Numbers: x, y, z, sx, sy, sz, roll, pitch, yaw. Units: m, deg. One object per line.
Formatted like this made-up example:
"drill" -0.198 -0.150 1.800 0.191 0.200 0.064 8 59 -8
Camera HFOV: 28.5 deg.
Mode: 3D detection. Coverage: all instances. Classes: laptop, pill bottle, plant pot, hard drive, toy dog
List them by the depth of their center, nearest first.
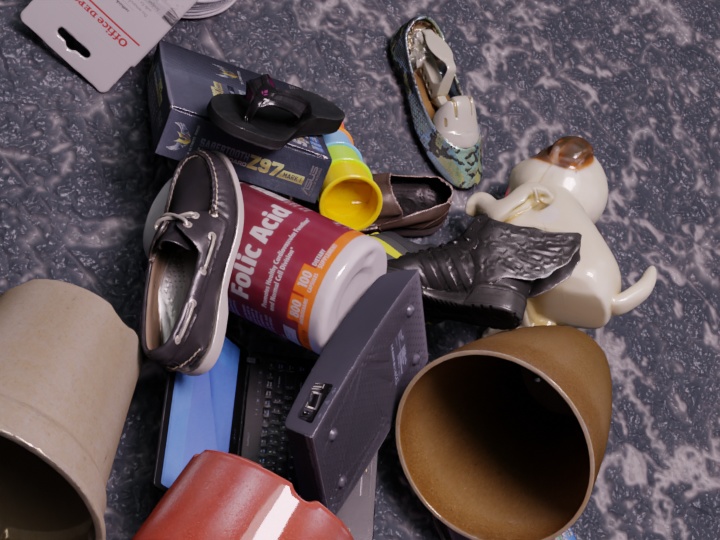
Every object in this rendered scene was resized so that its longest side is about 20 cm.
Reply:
"plant pot" -0.112 0.257 1.077 0.200 0.201 0.196 34 67 -7
"plant pot" -0.264 0.115 1.121 0.200 0.201 0.184 30 43 -10
"hard drive" -0.001 0.103 1.229 0.042 0.135 0.200 16 50 23
"laptop" -0.074 0.135 1.241 0.199 0.103 0.178 8 61 -6
"pill bottle" -0.087 -0.012 1.268 0.199 0.114 0.114 24 51 21
"plant pot" 0.157 0.129 1.313 0.187 0.186 0.200 50 32 5
"toy dog" 0.196 -0.042 1.426 0.140 0.193 0.201 57 32 -45

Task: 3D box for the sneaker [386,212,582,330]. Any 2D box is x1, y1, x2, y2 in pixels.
"sneaker" 0.098 -0.007 1.313 0.199 0.060 0.105 12 63 15

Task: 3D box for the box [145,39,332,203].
"box" -0.120 -0.144 1.337 0.157 0.051 0.200 16 22 -18

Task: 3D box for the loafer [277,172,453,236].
"loafer" 0.008 -0.073 1.415 0.199 0.071 0.073 -8 68 -30

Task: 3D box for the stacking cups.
"stacking cups" -0.029 -0.105 1.375 0.060 0.061 0.200 14 23 -20

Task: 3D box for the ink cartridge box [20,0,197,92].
"ink cartridge box" -0.217 -0.281 1.355 0.116 0.200 0.068 43 22 -16

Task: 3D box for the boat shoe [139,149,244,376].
"boat shoe" -0.148 -0.014 1.190 0.060 0.074 0.201 26 65 -51

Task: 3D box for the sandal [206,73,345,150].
"sandal" -0.073 -0.150 1.263 0.075 0.048 0.200 32 22 14

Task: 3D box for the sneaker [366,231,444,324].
"sneaker" 0.000 0.000 1.384 0.199 0.075 0.085 14 37 -17

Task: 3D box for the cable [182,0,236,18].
"cable" -0.196 -0.353 1.461 0.199 0.069 0.201 4 64 -25

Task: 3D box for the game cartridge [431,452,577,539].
"game cartridge" 0.152 0.279 1.328 0.129 0.038 0.201 -15 72 -28

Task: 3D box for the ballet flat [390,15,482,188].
"ballet flat" 0.087 -0.186 1.517 0.074 0.074 0.201 -14 72 -32
